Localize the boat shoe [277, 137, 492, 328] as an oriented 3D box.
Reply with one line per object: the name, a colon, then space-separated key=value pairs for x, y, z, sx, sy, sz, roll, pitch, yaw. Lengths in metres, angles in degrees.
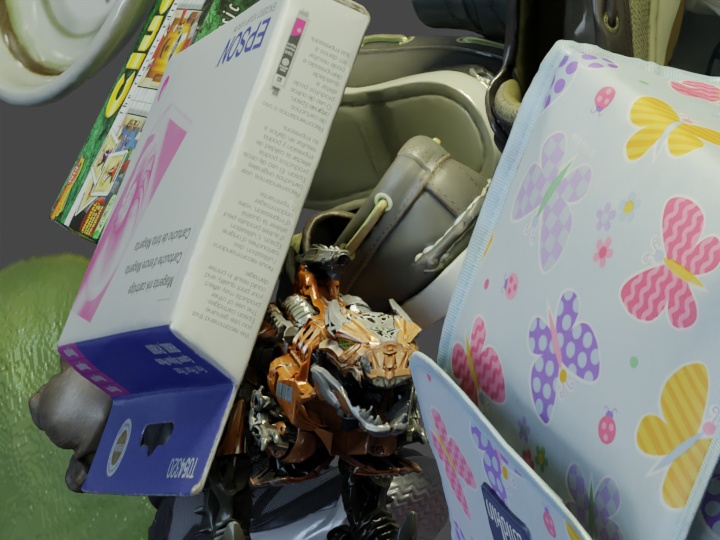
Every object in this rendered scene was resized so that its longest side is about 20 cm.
boat shoe: x=0.002 y=-0.002 z=1.052 sx=0.060 sy=0.072 sz=0.202 roll=46 pitch=151 yaw=-5

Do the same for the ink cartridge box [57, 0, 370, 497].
ink cartridge box: x=-0.074 y=-0.008 z=1.031 sx=0.200 sy=0.043 sz=0.196 roll=-69 pitch=16 yaw=-12

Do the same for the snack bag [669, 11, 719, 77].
snack bag: x=0.144 y=-0.008 z=0.976 sx=0.200 sy=0.021 sz=0.189 roll=-55 pitch=46 yaw=26

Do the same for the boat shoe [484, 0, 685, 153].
boat shoe: x=0.077 y=-0.060 z=0.930 sx=0.073 sy=0.065 sz=0.201 roll=14 pitch=106 yaw=53

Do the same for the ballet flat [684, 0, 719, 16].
ballet flat: x=0.130 y=-0.139 z=0.967 sx=0.070 sy=0.069 sz=0.200 roll=-55 pitch=41 yaw=27

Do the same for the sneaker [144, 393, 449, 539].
sneaker: x=-0.041 y=0.092 z=1.130 sx=0.200 sy=0.075 sz=0.114 roll=-33 pitch=61 yaw=44

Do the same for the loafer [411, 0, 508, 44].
loafer: x=0.055 y=-0.121 z=1.043 sx=0.201 sy=0.070 sz=0.068 roll=41 pitch=155 yaw=54

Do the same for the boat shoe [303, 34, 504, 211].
boat shoe: x=0.010 y=-0.069 z=1.115 sx=0.201 sy=0.060 sz=0.072 roll=6 pitch=119 yaw=51

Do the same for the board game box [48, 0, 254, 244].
board game box: x=-0.087 y=-0.105 z=1.203 sx=0.200 sy=0.023 sz=0.105 roll=-64 pitch=18 yaw=-3

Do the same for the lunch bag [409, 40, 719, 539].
lunch bag: x=0.102 y=0.050 z=0.834 sx=0.170 sy=0.127 sz=0.200 roll=50 pitch=126 yaw=53

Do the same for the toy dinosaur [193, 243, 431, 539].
toy dinosaur: x=-0.016 y=0.058 z=0.988 sx=0.200 sy=0.102 sz=0.136 roll=21 pitch=-113 yaw=-89

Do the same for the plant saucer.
plant saucer: x=-0.138 y=-0.179 z=1.310 sx=0.200 sy=0.050 sz=0.201 roll=-22 pitch=62 yaw=49

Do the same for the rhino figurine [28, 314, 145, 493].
rhino figurine: x=-0.104 y=0.009 z=1.220 sx=0.200 sy=0.060 sz=0.087 roll=-68 pitch=11 yaw=-14
